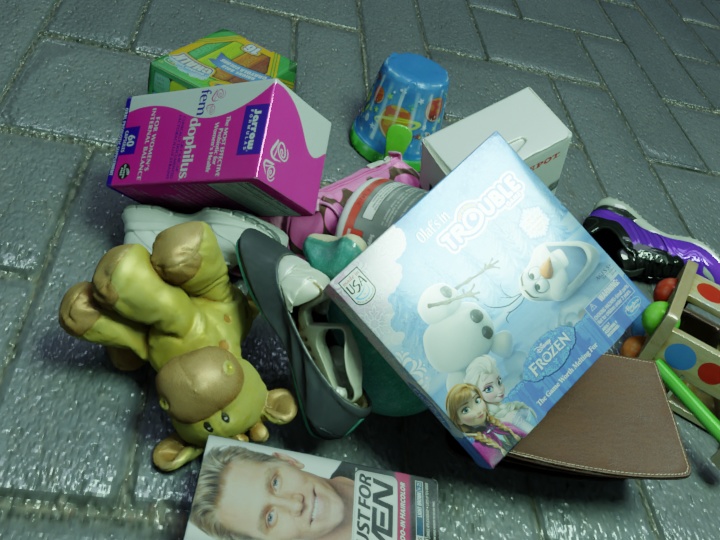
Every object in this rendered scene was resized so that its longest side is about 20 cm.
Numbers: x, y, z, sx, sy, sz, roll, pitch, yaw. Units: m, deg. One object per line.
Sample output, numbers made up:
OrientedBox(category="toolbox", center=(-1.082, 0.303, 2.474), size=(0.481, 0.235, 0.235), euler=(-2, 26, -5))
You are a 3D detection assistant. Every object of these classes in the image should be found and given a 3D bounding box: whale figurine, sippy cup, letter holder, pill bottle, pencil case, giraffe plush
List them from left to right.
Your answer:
OrientedBox(category="giraffe plush", center=(-0.146, 0.081, 0.691), size=(0.199, 0.172, 0.163), euler=(27, 34, -51))
OrientedBox(category="pencil case", center=(-0.003, -0.070, 0.903), size=(0.090, 0.095, 0.200), euler=(15, 28, 26))
OrientedBox(category="whale figurine", center=(0.009, 0.056, 0.736), size=(0.158, 0.201, 0.104), euler=(6, 49, 49))
OrientedBox(category="sippy cup", center=(0.064, -0.232, 1.125), size=(0.138, 0.131, 0.178), euler=(-8, 45, -29))
OrientedBox(category="pill bottle", center=(0.082, -0.014, 0.782), size=(0.199, 0.117, 0.116), euler=(20, 36, 30))
OrientedBox(category="letter holder", center=(0.190, 0.156, 0.753), size=(0.198, 0.101, 0.143), euler=(10, 42, -10))

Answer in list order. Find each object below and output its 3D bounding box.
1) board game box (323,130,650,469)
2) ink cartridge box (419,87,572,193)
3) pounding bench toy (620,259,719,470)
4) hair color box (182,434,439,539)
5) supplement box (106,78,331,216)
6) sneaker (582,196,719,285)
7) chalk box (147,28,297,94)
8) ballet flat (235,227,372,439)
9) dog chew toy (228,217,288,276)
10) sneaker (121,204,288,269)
OrientedBox(category="board game box", center=(0.107, 0.022, 0.662), size=(0.200, 0.043, 0.199), euler=(-42, 88, -13))
OrientedBox(category="ink cartridge box", center=(0.145, -0.090, 0.902), size=(0.143, 0.201, 0.084), euler=(-27, 63, -13))
OrientedBox(category="pounding bench toy", center=(0.365, 0.107, 0.856), size=(0.155, 0.125, 0.200), euler=(30, 41, 14))
OrientedBox(category="hair color box", center=(-0.038, 0.207, 0.633), size=(0.198, 0.061, 0.100), euler=(12, 39, -7))
OrientedBox(category="supplement box", center=(-0.142, -0.116, 0.790), size=(0.198, 0.103, 0.102), euler=(1, 74, 30))
OrientedBox(category="sneaker", center=(0.383, -0.014, 1.057), size=(0.199, 0.070, 0.099), euler=(32, 48, 21))
OrientedBox(category="chalk box", center=(-0.189, -0.202, 0.995), size=(0.124, 0.125, 0.200), euler=(28, 40, 12))
OrientedBox(category="ballet flat", center=(-0.042, 0.046, 0.686), size=(0.073, 0.073, 0.202), euler=(-19, 84, -37))
OrientedBox(category="dog chew toy", center=(-0.116, -0.082, 0.893), size=(0.123, 0.125, 0.201), euler=(14, 54, -6))
OrientedBox(category="sneaker", center=(-0.158, -0.018, 0.792), size=(0.198, 0.088, 0.074), euler=(2, -8, 30))
